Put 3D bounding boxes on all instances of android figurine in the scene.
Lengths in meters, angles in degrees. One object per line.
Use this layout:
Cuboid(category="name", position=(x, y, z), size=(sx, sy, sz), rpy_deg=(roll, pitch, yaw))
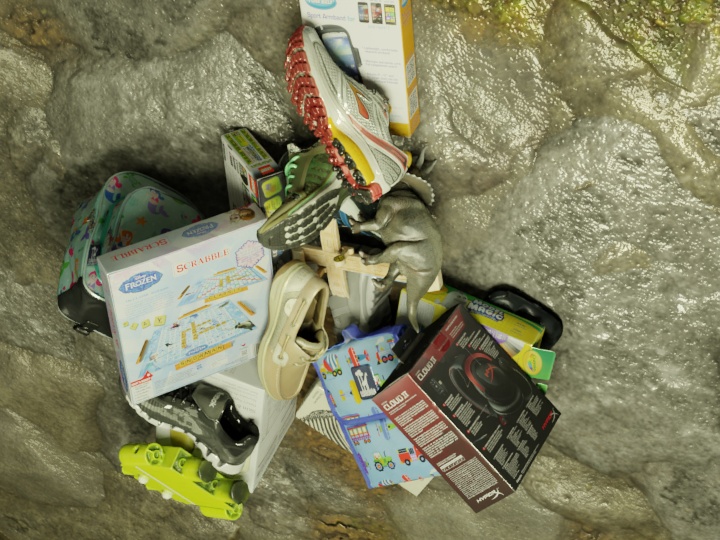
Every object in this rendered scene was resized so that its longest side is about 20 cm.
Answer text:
Cuboid(category="android figurine", position=(-0.240, 0.275, 1.827), size=(0.199, 0.041, 0.182), rpy_deg=(-4, 145, 45))

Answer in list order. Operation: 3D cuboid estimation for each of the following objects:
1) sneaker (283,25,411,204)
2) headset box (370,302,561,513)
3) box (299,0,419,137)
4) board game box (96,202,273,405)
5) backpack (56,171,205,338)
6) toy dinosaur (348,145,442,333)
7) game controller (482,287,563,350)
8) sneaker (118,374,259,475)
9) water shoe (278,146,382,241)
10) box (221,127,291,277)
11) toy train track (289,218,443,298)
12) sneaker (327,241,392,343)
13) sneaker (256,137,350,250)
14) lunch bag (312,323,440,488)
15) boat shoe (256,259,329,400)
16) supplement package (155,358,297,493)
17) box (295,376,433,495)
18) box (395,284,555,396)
Cuboid(category="sneaker", position=(-0.016, -0.175, 1.497), size=(0.201, 0.082, 0.078), rpy_deg=(60, 158, -8))
Cuboid(category="headset box", position=(0.115, 0.147, 1.564), size=(0.200, 0.149, 0.075), rpy_deg=(47, 133, -5))
Cuboid(category="box", position=(-0.001, -0.246, 1.503), size=(0.118, 0.042, 0.202), rpy_deg=(9, 127, 20))
Cuboid(category="board game box", position=(-0.196, 0.040, 1.614), size=(0.041, 0.198, 0.201), rpy_deg=(48, 150, 44))
Cuboid(category="backpack", position=(-0.270, -0.021, 1.701), size=(0.176, 0.202, 0.150), rpy_deg=(26, 136, -30))
Cuboid(category="toy dinosaur", position=(0.050, -0.034, 1.539), size=(0.101, 0.077, 0.202), rpy_deg=(-16, 80, 13))
Cuboid(category="game controller", position=(0.165, 0.101, 1.705), size=(0.103, 0.042, 0.200), rpy_deg=(23, 135, -12))
Cuboid(category="sneaker", position=(-0.205, 0.169, 1.712), size=(0.199, 0.067, 0.090), rpy_deg=(38, 130, -12))
Cuboid(category="water shoe", position=(-0.006, -0.082, 1.629), size=(0.199, 0.072, 0.079), rpy_deg=(29, 158, 4))
Cuboid(category="box", position=(-0.123, -0.058, 1.672), size=(0.110, 0.034, 0.202), rpy_deg=(49, 151, 45))
Cuboid(category="toy train track", position=(0.000, 0.000, 1.615), size=(0.198, 0.033, 0.116), rpy_deg=(10, 130, 26))
Cuboid(category="sneaker", position=(-0.008, 0.045, 1.729), size=(0.081, 0.075, 0.202), rpy_deg=(27, 127, 22))
Cuboid(category="sneaker", position=(-0.059, -0.102, 1.556), size=(0.088, 0.200, 0.077), rpy_deg=(35, 151, 19))
Cuboid(category="lunch bag", position=(0.038, 0.150, 1.677), size=(0.150, 0.094, 0.201), rpy_deg=(-19, 105, 44))
Cuboid(category="boat shoe", position=(-0.075, 0.084, 1.652), size=(0.065, 0.072, 0.202), rpy_deg=(32, 130, 29))
Cuboid(category="supplement package", position=(-0.173, 0.155, 1.829), size=(0.150, 0.151, 0.201), rpy_deg=(19, 132, 10))
Cuboid(category="box", position=(0.020, 0.206, 1.832), size=(0.199, 0.069, 0.082), rpy_deg=(33, 134, -1))
Cuboid(category="box", position=(0.137, 0.092, 1.646), size=(0.198, 0.048, 0.118), rpy_deg=(25, 131, 19))
